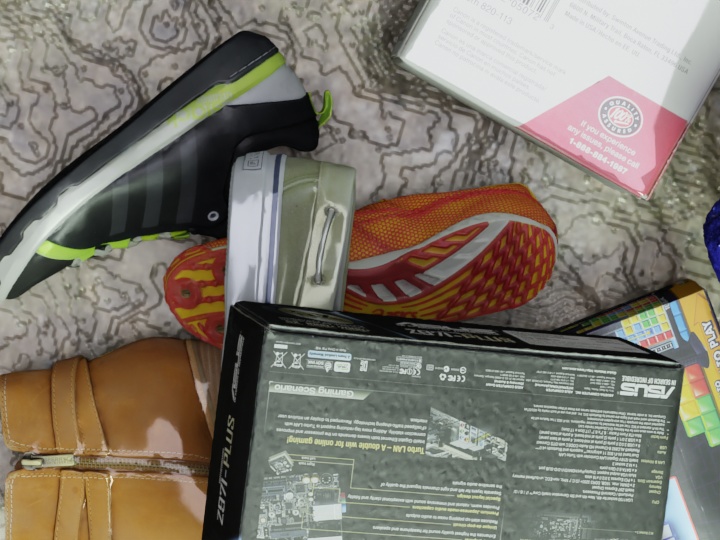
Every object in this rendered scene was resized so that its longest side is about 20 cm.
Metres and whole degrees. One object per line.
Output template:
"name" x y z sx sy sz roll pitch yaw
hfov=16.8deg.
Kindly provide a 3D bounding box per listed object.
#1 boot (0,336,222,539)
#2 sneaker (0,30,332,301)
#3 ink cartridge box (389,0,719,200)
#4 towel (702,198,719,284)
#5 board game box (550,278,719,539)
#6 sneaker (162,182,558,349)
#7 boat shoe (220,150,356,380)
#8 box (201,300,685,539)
"boot" -0.104 0.135 1.245 0.155 0.074 0.200 -6 84 -3
"sneaker" -0.100 -0.036 1.227 0.200 0.072 0.083 -39 99 2
"ink cartridge box" 0.126 -0.157 1.219 0.146 0.083 0.200 29 93 -5
"towel" 0.250 -0.012 1.191 0.148 0.200 0.050 -38 58 1
"board game box" 0.131 0.126 1.261 0.165 0.057 0.200 -21 96 -1
"sneaker" 0.000 0.000 1.235 0.200 0.077 0.073 -6 112 -2
"boat shoe" -0.032 0.043 1.168 0.062 0.072 0.200 2 102 6
"box" 0.034 0.107 1.121 0.200 0.086 0.164 5 95 -14
